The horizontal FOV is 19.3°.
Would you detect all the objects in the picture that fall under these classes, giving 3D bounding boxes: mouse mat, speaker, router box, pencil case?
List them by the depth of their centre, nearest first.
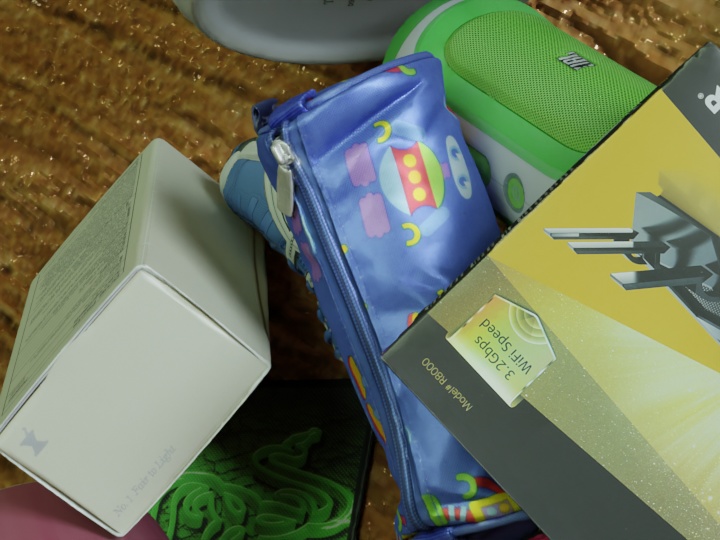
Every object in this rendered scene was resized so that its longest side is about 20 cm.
[{"bbox_3d":[0.131,0.047,0.733,0.157,0.052,0.200,-44,87,5],"label":"router box"},{"bbox_3d":[0.021,0.013,0.828,0.078,0.087,0.201,-26,82,51],"label":"pencil case"},{"bbox_3d":[0.086,-0.049,0.859,0.089,0.088,0.200,-56,37,5],"label":"speaker"},{"bbox_3d":[-0.081,0.128,0.989,0.199,0.008,0.161,-2,70,37],"label":"mouse mat"}]

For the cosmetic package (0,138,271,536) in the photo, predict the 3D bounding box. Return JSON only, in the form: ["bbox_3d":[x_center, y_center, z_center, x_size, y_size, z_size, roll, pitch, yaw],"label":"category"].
[{"bbox_3d":[-0.098,0.022,0.938,0.104,0.073,0.200,-48,16,13],"label":"cosmetic package"}]

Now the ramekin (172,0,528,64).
[{"bbox_3d":[-0.003,-0.169,0.930,0.200,0.200,0.105,-19,69,32],"label":"ramekin"}]

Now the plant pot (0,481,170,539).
[{"bbox_3d":[-0.119,0.191,0.875,0.200,0.200,0.179,-46,37,14],"label":"plant pot"}]

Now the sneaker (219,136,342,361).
[{"bbox_3d":[0.000,0.000,0.929,0.200,0.076,0.077,29,90,42],"label":"sneaker"}]

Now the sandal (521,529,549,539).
[{"bbox_3d":[0.090,0.118,0.811,0.200,0.075,0.045,-39,57,10],"label":"sandal"}]
